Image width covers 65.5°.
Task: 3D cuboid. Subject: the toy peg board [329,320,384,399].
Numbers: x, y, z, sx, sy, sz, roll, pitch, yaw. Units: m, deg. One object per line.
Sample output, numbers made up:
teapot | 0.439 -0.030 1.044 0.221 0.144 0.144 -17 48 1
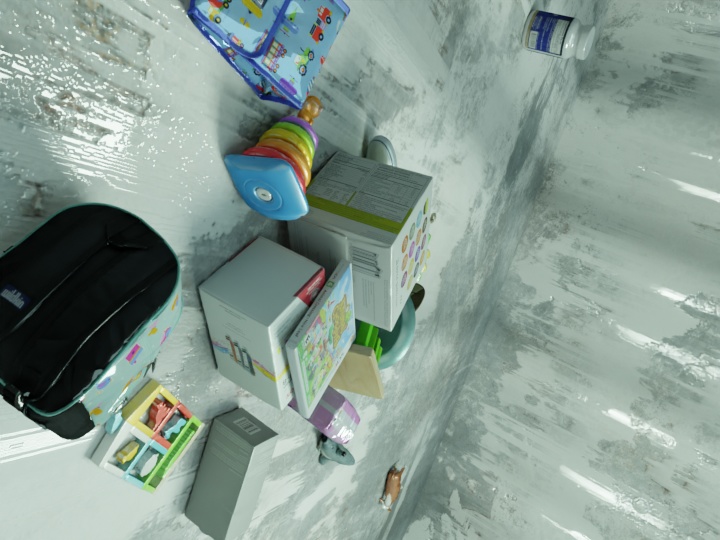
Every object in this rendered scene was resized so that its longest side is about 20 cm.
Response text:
toy peg board | -0.045 0.158 1.145 0.202 0.193 0.100 76 29 -54

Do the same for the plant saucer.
plant saucer | 0.032 0.118 1.252 0.027 0.197 0.205 23 91 -52

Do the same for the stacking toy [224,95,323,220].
stacking toy | -0.105 -0.187 0.835 0.111 0.112 0.204 68 36 -51

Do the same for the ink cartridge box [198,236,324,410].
ink cartridge box | -0.147 0.086 0.902 0.146 0.141 0.204 -47 150 -39

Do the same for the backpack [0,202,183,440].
backpack | -0.276 0.042 0.563 0.202 0.173 0.154 -55 170 -26

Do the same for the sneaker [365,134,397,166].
sneaker | 0.028 -0.168 1.135 0.071 0.071 0.205 -44 148 -45

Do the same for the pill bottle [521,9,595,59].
pill bottle | 0.605 -0.718 1.716 0.116 0.196 0.118 -45 149 -37

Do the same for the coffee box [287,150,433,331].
coffee box | 0.006 -0.058 1.008 0.204 0.194 0.200 89 26 -44

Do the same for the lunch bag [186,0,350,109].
lunch bag | -0.123 -0.327 0.689 0.199 0.093 0.154 33 82 -54

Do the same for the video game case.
video game case | -0.058 0.114 0.917 0.204 0.021 0.184 87 28 -47

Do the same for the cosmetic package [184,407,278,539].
cosmetic package | -0.234 0.373 1.019 0.090 0.105 0.206 -6 118 -63

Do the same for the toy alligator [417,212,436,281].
toy alligator | 0.160 -0.064 1.535 0.052 0.060 0.206 1 117 -20

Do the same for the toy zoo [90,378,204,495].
toy zoo | -0.317 0.249 0.838 0.133 0.020 0.202 -56 154 -25

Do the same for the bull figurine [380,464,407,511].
bull figurine | 0.135 0.888 2.301 0.121 0.064 0.206 -37 144 -55

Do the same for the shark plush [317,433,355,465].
shark plush | -0.063 0.464 1.484 0.091 0.082 0.203 -50 151 -31

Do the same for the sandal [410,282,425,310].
sandal | 0.112 0.124 1.570 0.204 0.080 0.055 -63 172 -13

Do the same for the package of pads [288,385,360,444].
package of pads | -0.099 0.243 1.077 0.076 0.197 0.122 -50 149 -18
